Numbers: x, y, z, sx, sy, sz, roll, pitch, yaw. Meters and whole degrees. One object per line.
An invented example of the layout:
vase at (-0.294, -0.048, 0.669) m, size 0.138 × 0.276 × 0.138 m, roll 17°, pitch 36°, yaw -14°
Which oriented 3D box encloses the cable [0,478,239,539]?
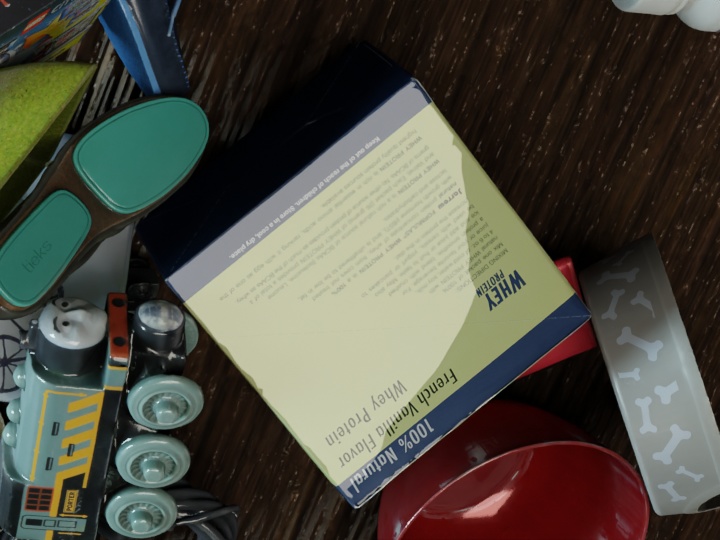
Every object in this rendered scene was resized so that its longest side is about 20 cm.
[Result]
cable at (-0.171, 0.204, 1.634) m, size 0.200 × 0.051 × 0.163 m, roll -33°, pitch 119°, yaw -8°

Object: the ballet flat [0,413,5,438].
ballet flat at (-0.284, 0.082, 1.609) m, size 0.069 × 0.069 × 0.200 m, roll -31°, pitch 121°, yaw 0°

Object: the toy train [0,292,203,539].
toy train at (-0.163, 0.094, 1.507) m, size 0.114 × 0.085 × 0.200 m, roll 4°, pitch 134°, yaw -13°

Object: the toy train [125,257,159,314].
toy train at (-0.232, 0.012, 1.604) m, size 0.199 × 0.034 × 0.046 m, roll 3°, pitch 133°, yaw -17°

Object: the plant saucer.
plant saucer at (-0.245, -0.033, 1.433) m, size 0.048 × 0.200 × 0.200 m, roll 37°, pitch 70°, yaw -4°

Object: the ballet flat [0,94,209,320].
ballet flat at (-0.177, -0.042, 1.498) m, size 0.200 × 0.068 × 0.068 m, roll -43°, pitch 105°, yaw -33°

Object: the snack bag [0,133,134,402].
snack bag at (-0.236, -0.006, 1.548) m, size 0.200 × 0.021 × 0.189 m, roll 11°, pitch 79°, yaw -20°

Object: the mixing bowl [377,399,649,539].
mixing bowl at (0.091, 0.165, 1.711) m, size 0.200 × 0.108 × 0.201 m, roll -12°, pitch 129°, yaw -15°

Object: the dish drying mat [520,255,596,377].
dish drying mat at (0.061, 0.057, 1.674) m, size 0.200 × 0.018 × 0.077 m, roll -22°, pitch 117°, yaw -6°

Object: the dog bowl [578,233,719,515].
dog bowl at (0.202, 0.076, 1.666) m, size 0.059 × 0.200 × 0.200 m, roll -19°, pitch 118°, yaw 5°

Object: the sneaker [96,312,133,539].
sneaker at (-0.179, 0.114, 1.637) m, size 0.078 × 0.070 × 0.200 m, roll -8°, pitch 125°, yaw -10°

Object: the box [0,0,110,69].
box at (-0.217, -0.134, 1.410) m, size 0.038 × 0.137 × 0.200 m, roll 49°, pitch 54°, yaw 1°

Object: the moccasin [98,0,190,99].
moccasin at (-0.135, -0.196, 1.507) m, size 0.068 × 0.080 × 0.200 m, roll -28°, pitch 124°, yaw -17°

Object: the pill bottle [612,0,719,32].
pill bottle at (0.267, -0.210, 1.594) m, size 0.199 × 0.113 × 0.113 m, roll 2°, pitch 114°, yaw -17°

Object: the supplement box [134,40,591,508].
supplement box at (0.000, 0.000, 1.558) m, size 0.200 × 0.134 × 0.200 m, roll -39°, pitch 111°, yaw 0°
